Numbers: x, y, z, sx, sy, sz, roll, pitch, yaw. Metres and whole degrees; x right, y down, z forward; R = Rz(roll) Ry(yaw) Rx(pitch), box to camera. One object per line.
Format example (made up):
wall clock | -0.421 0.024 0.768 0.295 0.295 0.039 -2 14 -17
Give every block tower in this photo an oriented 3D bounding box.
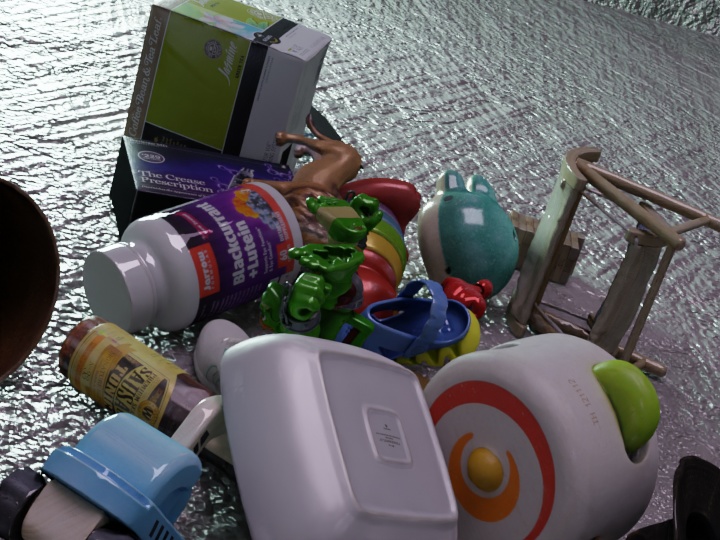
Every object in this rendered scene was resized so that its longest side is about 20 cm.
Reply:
block tower | 0.181 -0.043 1.678 0.198 0.055 0.058 17 25 -2

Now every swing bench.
swing bench | 0.266 -0.002 1.477 0.199 0.201 0.129 33 28 30

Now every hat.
hat | 0.250 0.250 1.046 0.080 0.203 0.200 -15 5 33

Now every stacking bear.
stacking bear | 0.000 0.000 1.405 0.112 0.123 0.201 10 33 -3

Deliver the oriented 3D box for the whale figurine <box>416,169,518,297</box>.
whale figurine | 0.138 -0.045 1.530 0.103 0.161 0.200 -12 20 25

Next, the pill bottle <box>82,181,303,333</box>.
pill bottle | -0.161 -0.008 1.279 0.199 0.112 0.111 -23 45 -39

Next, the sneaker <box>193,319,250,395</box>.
sneaker | -0.096 0.090 1.180 0.070 0.081 0.201 5 27 -24

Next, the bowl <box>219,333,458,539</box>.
bowl | -0.005 0.139 1.002 0.199 0.074 0.202 18 48 -47

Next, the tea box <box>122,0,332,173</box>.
tea box | -0.162 -0.206 1.595 0.195 0.202 0.134 21 25 4

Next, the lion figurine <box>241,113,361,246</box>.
lion figurine | -0.044 -0.091 1.390 0.121 0.073 0.201 11 51 20

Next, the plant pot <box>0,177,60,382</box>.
plant pot | -0.380 -0.011 1.102 0.186 0.189 0.199 -8 21 -44

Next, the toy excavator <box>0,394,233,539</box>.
toy excavator | -0.142 0.144 0.949 0.099 0.195 0.201 28 71 21

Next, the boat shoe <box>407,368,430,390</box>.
boat shoe | 0.006 0.134 1.170 0.199 0.069 0.074 -1 46 -52

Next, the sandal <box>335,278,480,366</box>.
sandal | 0.011 0.060 1.230 0.198 0.087 0.080 -22 54 -5

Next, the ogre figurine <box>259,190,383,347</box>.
ogre figurine | -0.031 0.019 1.133 0.097 0.121 0.201 10 28 -11

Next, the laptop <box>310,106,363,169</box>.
laptop | -0.122 -0.192 1.826 0.198 0.104 0.178 -18 35 -13

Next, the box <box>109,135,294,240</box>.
box | -0.166 -0.071 1.467 0.198 0.080 0.141 8 24 -22

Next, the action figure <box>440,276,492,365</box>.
action figure | 0.062 0.075 1.355 0.199 0.100 0.065 -31 53 -31

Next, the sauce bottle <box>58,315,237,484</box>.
sauce bottle | -0.163 0.109 1.109 0.199 0.067 0.066 28 26 24

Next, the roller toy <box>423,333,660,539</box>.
roller toy | 0.136 0.152 1.091 0.181 0.202 0.139 25 23 39
